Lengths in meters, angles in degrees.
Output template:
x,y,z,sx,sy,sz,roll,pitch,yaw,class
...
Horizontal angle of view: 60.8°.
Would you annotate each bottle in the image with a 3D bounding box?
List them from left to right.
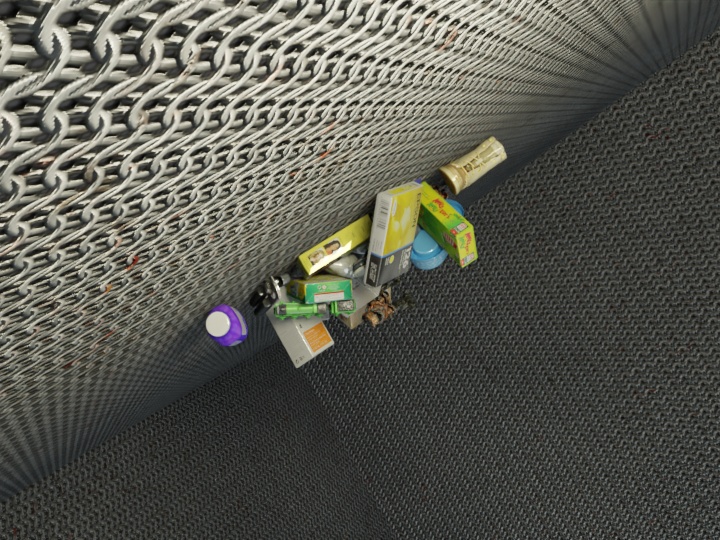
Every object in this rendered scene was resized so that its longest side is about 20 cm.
x,y,z,sx,sy,sz,roll,pitch,yaw,class
-0.283,0.115,1.286,0.064,0.085,0.200,-30,177,-6,bottle

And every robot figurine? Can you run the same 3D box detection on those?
x,y,z,sx,sy,sz,roll,pitch,yaw,class
0.182,-0.181,1.653,0.143,0.059,0.200,-35,176,8,robot figurine

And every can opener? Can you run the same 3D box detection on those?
x,y,z,sx,sy,sz,roll,pitch,yaw,class
-0.204,0.055,1.414,0.066,0.055,0.200,-25,174,-26,can opener

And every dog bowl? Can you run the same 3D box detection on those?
x,y,z,sx,sy,sz,roll,pitch,yaw,class
0.185,-0.087,1.514,0.202,0.109,0.050,-56,144,-25,dog bowl

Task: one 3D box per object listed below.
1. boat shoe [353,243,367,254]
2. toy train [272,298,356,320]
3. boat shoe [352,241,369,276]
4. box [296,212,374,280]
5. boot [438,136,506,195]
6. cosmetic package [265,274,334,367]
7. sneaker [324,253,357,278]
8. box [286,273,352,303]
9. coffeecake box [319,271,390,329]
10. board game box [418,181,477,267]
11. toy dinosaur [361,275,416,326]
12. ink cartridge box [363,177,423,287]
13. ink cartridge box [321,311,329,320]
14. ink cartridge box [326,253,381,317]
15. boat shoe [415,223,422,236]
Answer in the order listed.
x,y,z,sx,sy,sz,roll,pitch,yaw,class
0.049,-0.106,1.502,0.197,0.075,0.065,-29,-168,-25,boat shoe
-0.103,0.086,1.396,0.193,0.043,0.056,-4,175,-7,toy train
0.041,-0.044,1.401,0.198,0.063,0.074,-28,179,-44,boat shoe
-0.049,-0.055,1.381,0.197,0.051,0.075,-33,177,-14,box
0.263,-0.245,1.418,0.153,0.074,0.200,-33,178,13,boot
-0.160,0.124,1.527,0.071,0.203,0.101,-33,176,34,cosmetic package
-0.073,-0.025,1.505,0.086,0.078,0.199,9,180,-18,sneaker
-0.105,0.039,1.439,0.114,0.050,0.199,-5,-172,-20,box
-0.034,0.051,1.713,0.151,0.198,0.075,-30,136,-30,coffeecake box
0.191,-0.109,1.425,0.047,0.201,0.103,-29,137,-10,board game box
0.055,0.076,1.550,0.134,0.103,0.202,-34,-150,11,toy dinosaur
0.085,-0.084,1.326,0.198,0.046,0.204,-25,129,-51,ink cartridge box
-0.166,0.113,1.858,0.141,0.087,0.200,-5,176,-4,ink cartridge box
0.000,0.000,1.581,0.144,0.083,0.203,-37,-157,43,ink cartridge box
0.112,-0.106,1.649,0.085,0.077,0.199,-15,180,-41,boat shoe
